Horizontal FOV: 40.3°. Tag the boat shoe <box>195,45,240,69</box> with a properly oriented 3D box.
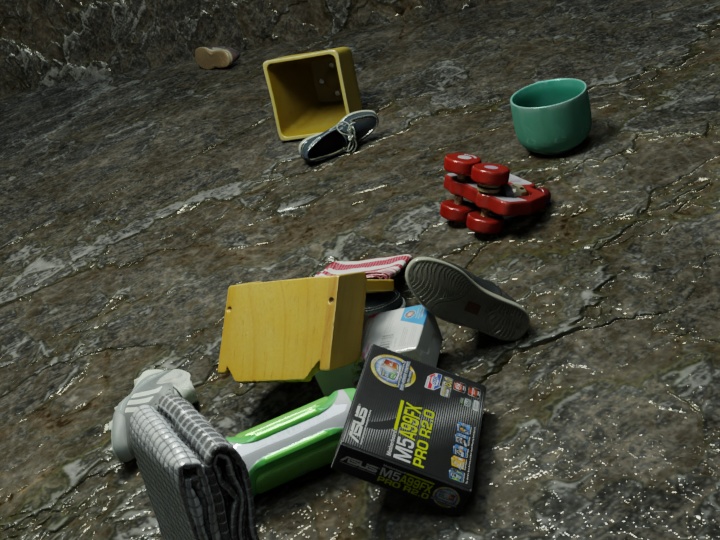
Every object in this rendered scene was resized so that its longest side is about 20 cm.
[{"bbox_3d":[-0.464,-0.693,3.180,0.065,0.072,0.200,-21,22,-38],"label":"boat shoe"}]

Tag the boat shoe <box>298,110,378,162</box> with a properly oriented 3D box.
[{"bbox_3d":[-0.044,-0.301,2.208,0.199,0.075,0.062,-23,26,-10],"label":"boat shoe"}]

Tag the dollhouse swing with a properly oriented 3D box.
[{"bbox_3d":[-0.064,0.084,1.397,0.199,0.176,0.182,-6,70,34],"label":"dollhouse swing"}]

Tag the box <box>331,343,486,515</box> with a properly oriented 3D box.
[{"bbox_3d":[0.064,0.187,1.188,0.160,0.044,0.200,21,33,1],"label":"box"}]

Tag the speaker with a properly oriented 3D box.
[{"bbox_3d":[-0.084,0.220,1.240,0.199,0.089,0.088,-22,28,-12],"label":"speaker"}]

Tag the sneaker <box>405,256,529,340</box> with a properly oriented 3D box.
[{"bbox_3d":[0.141,0.032,1.412,0.075,0.200,0.106,-57,18,11],"label":"sneaker"}]

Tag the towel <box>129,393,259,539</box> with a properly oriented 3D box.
[{"bbox_3d":[-0.178,0.253,1.105,0.085,0.201,0.165,-24,27,-26],"label":"towel"}]

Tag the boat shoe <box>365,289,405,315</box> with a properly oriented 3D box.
[{"bbox_3d":[-0.030,0.059,1.540,0.199,0.060,0.076,-17,27,-2],"label":"boat shoe"}]

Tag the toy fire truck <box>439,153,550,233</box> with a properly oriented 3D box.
[{"bbox_3d":[0.244,-0.142,1.739,0.167,0.113,0.200,-8,22,-29],"label":"toy fire truck"}]

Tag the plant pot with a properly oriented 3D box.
[{"bbox_3d":[-0.094,-0.446,2.398,0.194,0.196,0.200,-4,20,21],"label":"plant pot"}]

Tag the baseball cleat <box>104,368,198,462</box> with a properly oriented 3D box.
[{"bbox_3d":[-0.294,0.197,1.412,0.106,0.070,0.200,-11,28,10],"label":"baseball cleat"}]

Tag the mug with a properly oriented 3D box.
[{"bbox_3d":[0.387,-0.306,1.946,0.152,0.115,0.185,4,32,34],"label":"mug"}]

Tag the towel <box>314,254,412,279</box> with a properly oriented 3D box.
[{"bbox_3d":[0.000,0.000,1.608,0.144,0.023,0.200,-7,9,15],"label":"towel"}]

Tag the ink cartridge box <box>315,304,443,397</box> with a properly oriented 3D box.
[{"bbox_3d":[0.007,0.120,1.387,0.199,0.068,0.115,-12,26,21],"label":"ink cartridge box"}]
